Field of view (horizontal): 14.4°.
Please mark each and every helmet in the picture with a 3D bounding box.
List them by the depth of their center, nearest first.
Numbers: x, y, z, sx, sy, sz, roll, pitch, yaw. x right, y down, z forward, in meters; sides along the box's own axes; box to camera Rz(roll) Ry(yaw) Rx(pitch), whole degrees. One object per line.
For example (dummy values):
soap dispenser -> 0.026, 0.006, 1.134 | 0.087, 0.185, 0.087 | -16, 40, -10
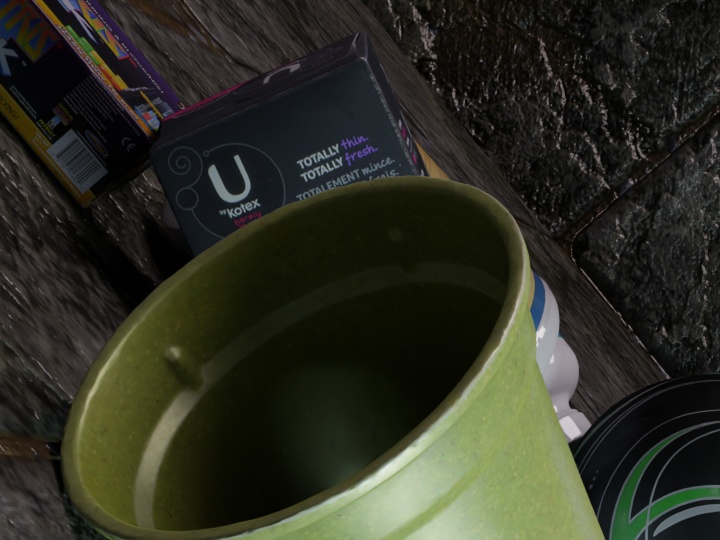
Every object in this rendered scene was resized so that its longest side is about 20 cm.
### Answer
helmet -> 0.210, 0.166, 1.761 | 0.200, 0.190, 0.201 | -15, 90, -82

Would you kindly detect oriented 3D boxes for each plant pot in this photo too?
plant pot -> 0.013, 0.096, 1.134 | 0.184, 0.200, 0.201 | 58, 3, -31

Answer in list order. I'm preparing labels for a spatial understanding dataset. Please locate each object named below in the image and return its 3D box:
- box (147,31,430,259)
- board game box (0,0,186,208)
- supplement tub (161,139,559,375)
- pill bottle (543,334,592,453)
box -> -0.012, -0.003, 1.442 | 0.106, 0.122, 0.201 | -91, 158, -77
board game box -> -0.179, -0.132, 1.528 | 0.200, 0.057, 0.165 | 50, 9, -3
supplement tub -> 0.000, 0.000, 1.581 | 0.200, 0.145, 0.145 | 47, 8, -22
pill bottle -> 0.066, 0.049, 1.840 | 0.200, 0.111, 0.111 | 52, 8, 18
